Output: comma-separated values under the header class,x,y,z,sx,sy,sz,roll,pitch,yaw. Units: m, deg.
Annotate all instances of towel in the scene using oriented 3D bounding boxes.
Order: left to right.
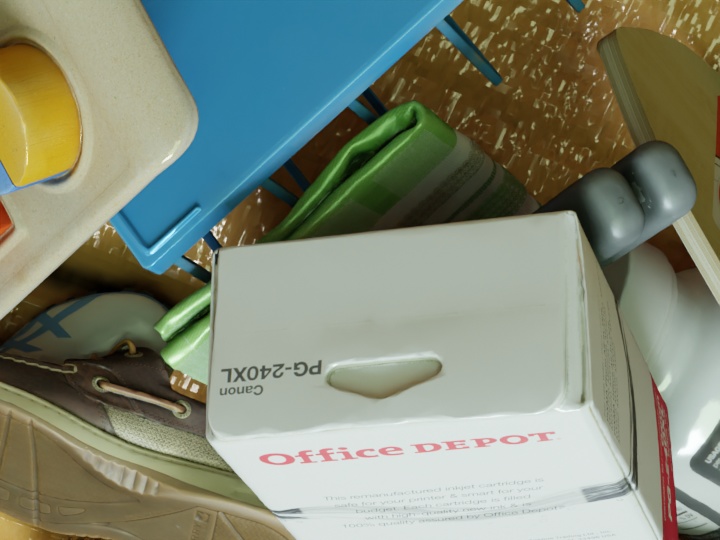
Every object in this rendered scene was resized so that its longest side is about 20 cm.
class,x,y,z,sx,sy,sz,roll,pitch,yaw
towel,0.000,0.000,1.093,0.149,0.200,0.031,-44,68,5

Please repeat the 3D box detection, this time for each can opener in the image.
class,x,y,z,sx,sy,sz,roll,pitch,yaw
can opener,0.084,0.003,1.064,0.052,0.200,0.067,-28,81,-24

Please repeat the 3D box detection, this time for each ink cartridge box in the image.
class,x,y,z,sx,sy,sz,roll,pitch,yaw
ink cartridge box,0.037,0.059,1.011,0.144,0.084,0.200,-6,154,14

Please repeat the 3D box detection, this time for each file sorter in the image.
class,x,y,z,sx,sy,sz,roll,pitch,yaw
file sorter,-0.027,-0.103,1.053,0.200,0.123,0.139,-42,67,7

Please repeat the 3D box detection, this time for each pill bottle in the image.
class,x,y,z,sx,sy,sz,roll,pitch,yaw
pill bottle,0.172,0.069,1.170,0.199,0.116,0.117,31,102,-18

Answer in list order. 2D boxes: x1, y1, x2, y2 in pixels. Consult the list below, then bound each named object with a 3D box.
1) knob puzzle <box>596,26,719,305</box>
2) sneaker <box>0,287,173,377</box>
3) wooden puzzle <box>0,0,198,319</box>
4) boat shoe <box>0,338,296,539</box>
class,x,y,z,sx,sy,sz,roll,pitch,yaw
knob puzzle,0.157,-0.020,1.099,0.030,0.220,0.220,-33,113,24
sneaker,-0.166,0.076,1.140,0.199,0.073,0.072,-29,110,0
wooden puzzle,-0.168,-0.081,1.005,0.200,0.046,0.186,-36,80,44
boat shoe,-0.103,0.069,1.100,0.199,0.072,0.072,19,137,0
